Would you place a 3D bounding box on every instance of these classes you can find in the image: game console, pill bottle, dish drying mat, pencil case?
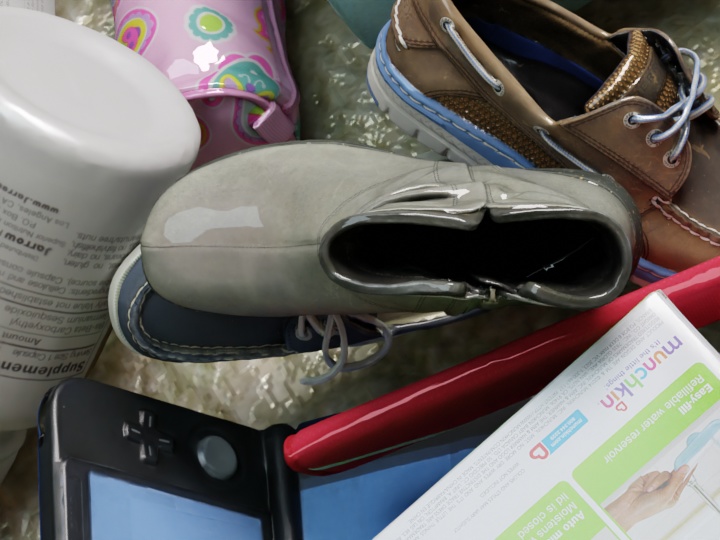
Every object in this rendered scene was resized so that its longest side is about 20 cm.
[{"bbox_3d":[-0.021,0.126,1.055,0.118,0.170,0.201,-36,48,39],"label":"game console"},{"bbox_3d":[-0.155,0.002,1.150,0.114,0.114,0.200,49,122,37],"label":"pill bottle"},{"bbox_3d":[0.070,0.033,1.029,0.199,0.077,0.018,-22,80,8],"label":"dish drying mat"},{"bbox_3d":[-0.071,-0.133,1.239,0.087,0.087,0.201,-16,55,18],"label":"pencil case"}]

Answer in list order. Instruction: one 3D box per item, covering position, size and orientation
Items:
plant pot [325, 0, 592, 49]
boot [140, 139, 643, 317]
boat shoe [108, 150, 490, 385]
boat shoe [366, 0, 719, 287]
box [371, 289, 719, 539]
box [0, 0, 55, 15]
[{"bbox_3d":[0.066,-0.187,1.144,0.196,0.200,0.201,-35,53,16],"label":"plant pot"},{"bbox_3d":[0.003,-0.014,0.996,0.199,0.131,0.068,-1,93,12],"label":"boot"},{"bbox_3d":[0.000,0.000,1.103,0.199,0.075,0.062,-11,24,-10],"label":"boat shoe"},{"bbox_3d":[0.098,-0.053,1.065,0.199,0.072,0.072,26,52,2],"label":"boat shoe"},{"bbox_3d":[0.090,0.143,0.957,0.200,0.097,0.177,-42,71,-6],"label":"box"},{"bbox_3d":[-0.250,-0.120,1.251,0.152,0.200,0.107,-16,57,20],"label":"box"}]
